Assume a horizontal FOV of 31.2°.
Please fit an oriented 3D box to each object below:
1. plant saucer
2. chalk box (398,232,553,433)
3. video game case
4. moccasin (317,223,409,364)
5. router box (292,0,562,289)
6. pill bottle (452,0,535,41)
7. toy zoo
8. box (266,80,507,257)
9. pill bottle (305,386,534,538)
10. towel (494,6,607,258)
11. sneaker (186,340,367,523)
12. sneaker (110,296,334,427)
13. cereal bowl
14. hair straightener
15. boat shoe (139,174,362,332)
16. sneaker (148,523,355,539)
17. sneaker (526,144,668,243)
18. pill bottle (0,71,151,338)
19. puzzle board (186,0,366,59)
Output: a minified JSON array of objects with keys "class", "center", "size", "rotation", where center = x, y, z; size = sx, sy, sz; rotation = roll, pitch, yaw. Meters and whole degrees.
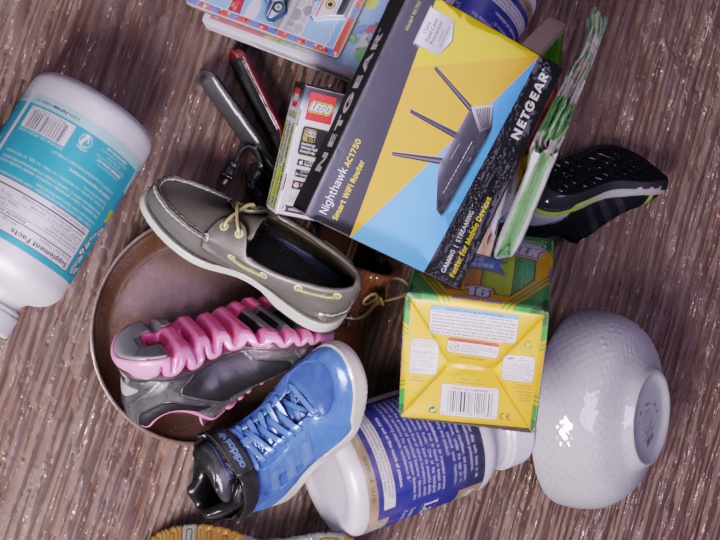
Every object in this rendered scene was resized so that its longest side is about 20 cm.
[{"class":"plant saucer","center":[-0.144,0.052,1.131],"size":[0.199,0.037,0.202],"rotation":[-1,92,-27]},{"class":"chalk box","center":[0.109,0.038,1.173],"size":[0.124,0.200,0.124],"rotation":[6,116,6]},{"class":"video game case","center":[-0.021,-0.243,1.124],"size":[0.199,0.017,0.144],"rotation":[22,79,14]},{"class":"moccasin","center":[0.001,0.000,1.163],"size":[0.074,0.077,0.202],"rotation":[-11,112,-62]},{"class":"router box","center":[0.054,-0.107,1.045],"size":[0.149,0.051,0.201],"rotation":[24,91,-19]},{"class":"pill bottle","center":[0.065,-0.190,1.172],"size":[0.116,0.116,0.201],"rotation":[35,81,-24]},{"class":"toy zoo","center":[0.144,-0.123,1.217],"size":[0.131,0.020,0.201],"rotation":[-46,151,-34]},{"class":"box","center":[0.030,-0.084,1.091],"size":[0.199,0.035,0.111],"rotation":[11,99,-19]},{"class":"pill bottle","center":[0.054,0.162,1.191],"size":[0.199,0.116,0.116],"rotation":[-16,99,-25]},{"class":"towel","center":[0.169,-0.120,1.140],"size":[0.023,0.153,0.200],"rotation":[21,52,6]},{"class":"sneaker","center":[-0.077,0.142,1.083],"size":[0.111,0.200,0.077],"rotation":[-13,60,-45]},{"class":"sneaker","center":[-0.116,0.084,1.098],"size":[0.199,0.079,0.096],"rotation":[-8,118,-26]},{"class":"cereal bowl","center":[0.248,0.138,1.262],"size":[0.200,0.083,0.201],"rotation":[-8,100,-55]},{"class":"hair straightener","center":[-0.094,-0.093,1.156],"size":[0.077,0.041,0.201],"rotation":[-34,111,-21]},{"class":"boat shoe","center":[-0.090,-0.025,1.080],"size":[0.201,0.060,0.072],"rotation":[32,49,-3]},{"class":"sneaker","center":[-0.096,0.272,1.145],"size":[0.199,0.088,0.076],"rotation":[6,68,-5]},{"class":"sneaker","center":[0.226,-0.072,1.309],"size":[0.199,0.072,0.083],"rotation":[-10,135,-35]},{"class":"pill bottle","center":[-0.260,-0.049,1.027],"size":[0.111,0.111,0.201],"rotation":[35,77,-24]},{"class":"puzzle board","center":[-0.047,-0.297,1.125],"size":[0.150,0.017,0.201],"rotation":[21,80,15]}]
